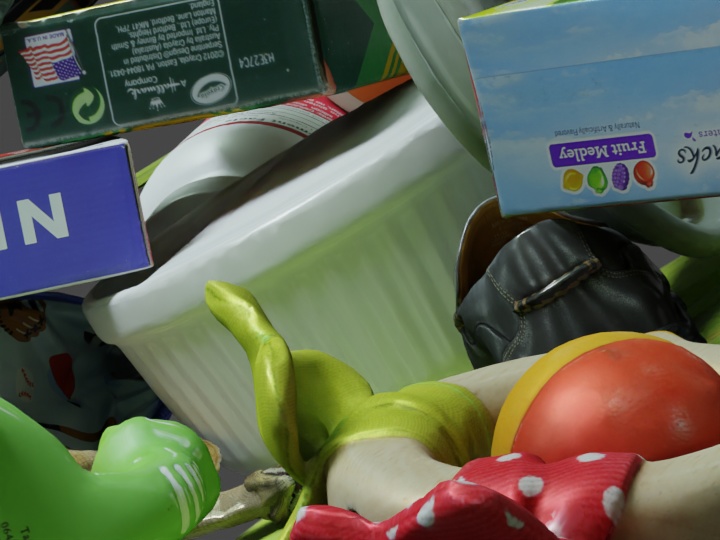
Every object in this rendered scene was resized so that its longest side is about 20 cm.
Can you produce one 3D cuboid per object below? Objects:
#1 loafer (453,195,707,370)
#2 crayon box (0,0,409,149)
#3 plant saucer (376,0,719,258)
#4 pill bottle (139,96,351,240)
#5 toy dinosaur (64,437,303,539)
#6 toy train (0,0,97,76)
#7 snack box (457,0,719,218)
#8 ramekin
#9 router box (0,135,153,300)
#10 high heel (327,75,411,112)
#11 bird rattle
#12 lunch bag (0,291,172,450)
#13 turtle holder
[{"bbox_3d":[0.062,0.006,0.860,0.073,0.072,0.200,-32,8,-4],"label":"loafer"},{"bbox_3d":[-0.045,-0.092,1.085,0.127,0.051,0.200,-9,6,19],"label":"crayon box"},{"bbox_3d":[0.055,-0.081,0.923,0.050,0.200,0.200,-34,7,23],"label":"plant saucer"},{"bbox_3d":[-0.041,-0.022,1.244,0.112,0.112,0.200,-28,9,18],"label":"pill bottle"},{"bbox_3d":[-0.102,0.084,0.982,0.200,0.058,0.101,13,39,39],"label":"toy dinosaur"},{"bbox_3d":[-0.160,-0.112,1.054,0.200,0.085,0.114,-44,-17,-3],"label":"toy train"},{"bbox_3d":[0.156,-0.075,0.797,0.168,0.068,0.200,-4,15,41],"label":"snack box"},{"bbox_3d":[0.000,0.000,1.038,0.202,0.094,0.202,-30,9,5],"label":"ramekin"},{"bbox_3d":[-0.186,-0.010,1.054,0.199,0.049,0.179,-12,5,-8],"label":"router box"},{"bbox_3d":[0.080,-0.099,1.258,0.199,0.068,0.096,6,21,11],"label":"high heel"},{"bbox_3d":[0.042,0.046,0.636,0.163,0.113,0.200,-16,6,-21],"label":"bird rattle"},{"bbox_3d":[-0.187,0.078,1.123,0.200,0.124,0.170,-22,0,-38],"label":"lunch bag"},{"bbox_3d":[-0.144,0.088,0.850,0.186,0.141,0.132,-48,13,-12],"label":"turtle holder"}]
